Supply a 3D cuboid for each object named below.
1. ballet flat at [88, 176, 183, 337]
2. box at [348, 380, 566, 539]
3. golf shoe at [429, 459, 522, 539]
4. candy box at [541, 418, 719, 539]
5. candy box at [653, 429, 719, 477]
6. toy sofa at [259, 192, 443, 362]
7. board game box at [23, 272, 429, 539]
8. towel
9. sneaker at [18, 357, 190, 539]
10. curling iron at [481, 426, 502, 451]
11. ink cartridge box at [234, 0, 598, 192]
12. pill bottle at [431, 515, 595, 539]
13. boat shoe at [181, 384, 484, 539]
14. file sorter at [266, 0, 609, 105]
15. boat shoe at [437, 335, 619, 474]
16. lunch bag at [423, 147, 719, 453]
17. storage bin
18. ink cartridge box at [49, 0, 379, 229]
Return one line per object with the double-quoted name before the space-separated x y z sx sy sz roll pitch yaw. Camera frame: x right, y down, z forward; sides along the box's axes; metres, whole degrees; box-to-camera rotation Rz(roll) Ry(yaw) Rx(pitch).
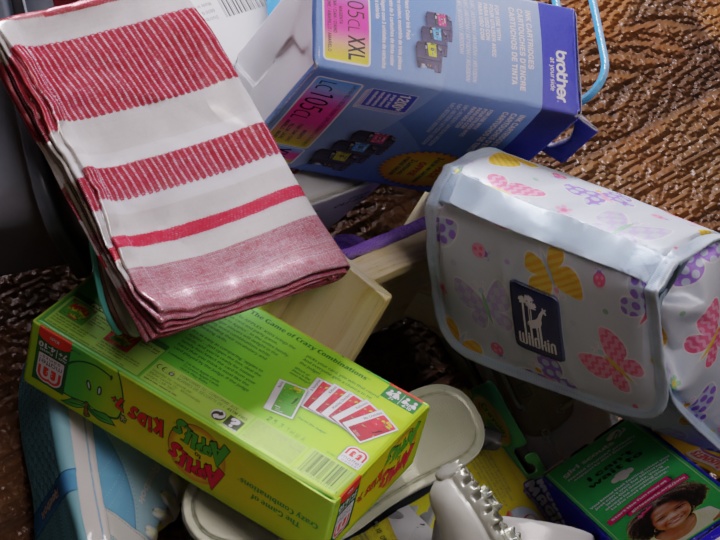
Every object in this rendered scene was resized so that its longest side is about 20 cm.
"ballet flat" -0.121 -0.045 1.447 0.063 0.068 0.201 -18 41 4
"box" 0.032 0.152 1.566 0.199 0.048 0.118 -24 79 -34
"golf shoe" 0.062 0.203 1.387 0.097 0.078 0.201 -23 75 5
"candy box" 0.197 0.194 1.512 0.077 0.200 0.170 -31 107 -7
"candy box" 0.230 0.082 1.668 0.200 0.026 0.103 30 48 -55
"toy sofa" 0.000 0.000 1.549 0.097 0.083 0.200 39 25 14
"board game box" -0.074 0.067 1.427 0.199 0.048 0.102 30 41 17
"towel" -0.104 -0.066 1.414 0.144 0.023 0.201 -19 72 -41
"sneaker" -0.117 0.133 1.469 0.130 0.080 0.201 3 65 -27
"curling iron" -0.007 0.079 1.539 0.199 0.050 0.026 19 81 -18
"ink cartridge box" 0.041 -0.107 1.532 0.199 0.136 0.077 7 67 -21
"pill bottle" 0.076 0.244 1.469 0.112 0.113 0.201 13 77 -24
"boat shoe" -0.023 0.122 1.481 0.199 0.066 0.075 -25 78 -33
"file sorter" 0.047 -0.179 1.644 0.200 0.122 0.139 36 32 -35
"boat shoe" 0.118 0.073 1.642 0.075 0.068 0.200 -35 85 -38
"lunch bag" 0.137 0.016 1.492 0.128 0.169 0.200 -63 148 -9
"storage bin" -0.231 -0.081 1.487 0.133 0.146 0.201 -15 70 2
"ink cartridge box" -0.098 -0.107 1.602 0.145 0.083 0.201 -20 76 -36
